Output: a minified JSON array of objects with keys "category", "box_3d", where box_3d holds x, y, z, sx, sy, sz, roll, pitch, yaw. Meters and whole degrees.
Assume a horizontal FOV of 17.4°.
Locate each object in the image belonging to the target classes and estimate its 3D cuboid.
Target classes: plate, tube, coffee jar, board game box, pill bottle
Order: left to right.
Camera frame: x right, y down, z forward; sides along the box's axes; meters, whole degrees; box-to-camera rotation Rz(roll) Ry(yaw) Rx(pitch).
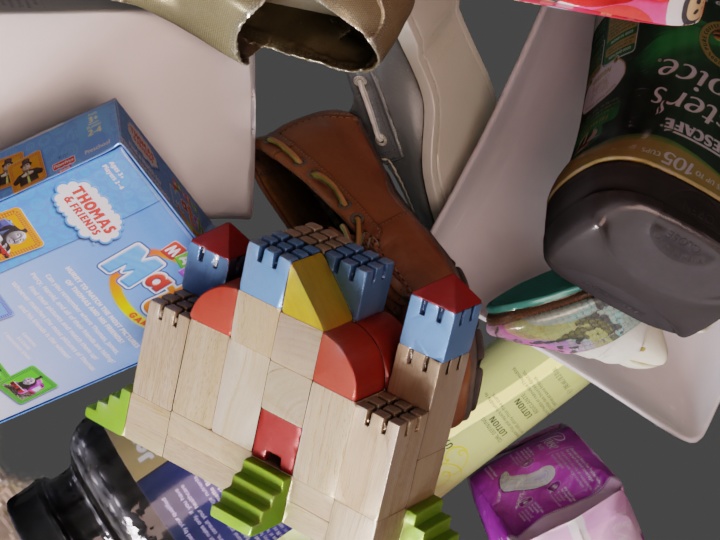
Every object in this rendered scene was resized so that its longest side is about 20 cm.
[{"category":"board game box","box_3d":[-0.173,0.008,1.177,0.199,0.037,0.151,-22,139,12]},{"category":"pill bottle","box_3d":[-0.082,0.101,1.246,0.200,0.112,0.112,-34,109,-3]},{"category":"tube","box_3d":[0.038,0.100,1.309,0.200,0.052,0.058,-36,82,3]},{"category":"plate","box_3d":[0.144,-0.038,1.281,0.200,0.032,0.200,30,80,-21]},{"category":"coffee jar","box_3d":[0.158,-0.069,1.184,0.104,0.085,0.201,28,54,-17]}]

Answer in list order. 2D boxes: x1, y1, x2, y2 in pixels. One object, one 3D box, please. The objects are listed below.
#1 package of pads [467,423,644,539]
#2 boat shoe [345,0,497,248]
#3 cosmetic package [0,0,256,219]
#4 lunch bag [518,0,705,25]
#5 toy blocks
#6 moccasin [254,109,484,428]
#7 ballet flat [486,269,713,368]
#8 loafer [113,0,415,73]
[{"category":"package of pads","box_3d":[0.134,0.197,1.317,0.075,0.121,0.201,-25,109,-6]},{"category":"boat shoe","box_3d":[0.026,-0.096,1.256,0.073,0.062,0.201,-45,129,-43]},{"category":"cosmetic package","box_3d":[-0.155,-0.085,1.197,0.199,0.081,0.113,-1,105,-14]},{"category":"lunch bag","box_3d":[0.074,-0.178,1.121,0.199,0.176,0.082,8,120,-21]},{"category":"toy blocks","box_3d":[-0.029,0.043,1.114,0.100,0.199,0.137,-19,128,-53]},{"category":"moccasin","box_3d":[0.000,-0.001,1.184,0.077,0.202,0.074,-14,148,-23]},{"category":"ballet flat","box_3d":[0.158,0.007,1.238,0.200,0.069,0.071,-29,107,-24]},{"category":"loafer","box_3d":[-0.066,-0.142,1.129,0.199,0.076,0.068,7,59,-8]}]
